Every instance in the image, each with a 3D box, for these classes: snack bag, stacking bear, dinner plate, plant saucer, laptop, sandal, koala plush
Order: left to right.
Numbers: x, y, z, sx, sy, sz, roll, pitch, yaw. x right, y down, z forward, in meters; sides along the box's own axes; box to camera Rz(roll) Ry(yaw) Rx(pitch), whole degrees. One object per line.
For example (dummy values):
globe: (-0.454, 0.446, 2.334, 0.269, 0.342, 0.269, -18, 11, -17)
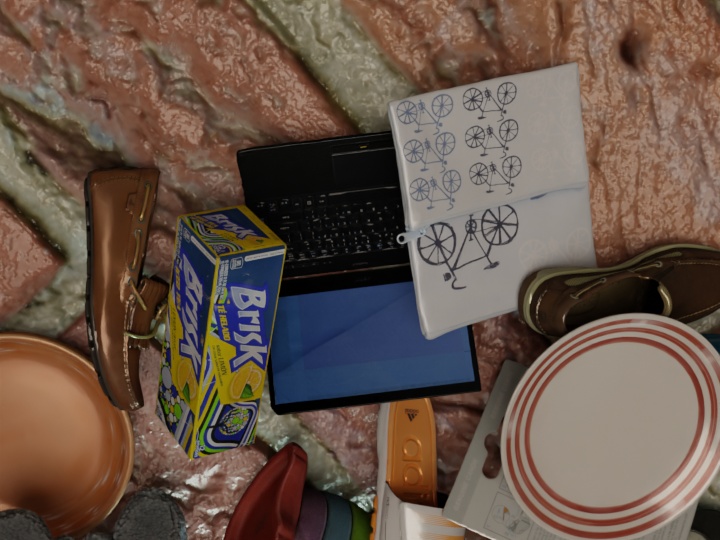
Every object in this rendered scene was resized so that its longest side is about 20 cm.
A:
plant saucer: (-0.294, 0.145, 1.121, 0.200, 0.037, 0.200, 0, 106, -1)
koala plush: (-0.231, 0.315, 1.108, 0.177, 0.184, 0.200, -5, 146, -13)
stacking bear: (-0.010, 0.256, 1.125, 0.200, 0.121, 0.114, 30, 133, -19)
laptop: (0.000, 0.000, 1.050, 0.177, 0.103, 0.200, -7, 123, 0)
sandal: (0.052, 0.192, 1.083, 0.079, 0.059, 0.207, 6, 75, -38)
snack bag: (0.112, -0.055, 1.037, 0.188, 0.021, 0.200, -15, 105, -28)
dinner plate: (0.206, 0.126, 1.039, 0.200, 0.024, 0.200, -3, 107, -11)

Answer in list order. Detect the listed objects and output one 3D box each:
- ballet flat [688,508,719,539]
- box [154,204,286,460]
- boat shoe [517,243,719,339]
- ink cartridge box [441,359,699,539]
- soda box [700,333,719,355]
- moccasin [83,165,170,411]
ballet flat: (0.247, 0.254, 1.148, 0.200, 0.068, 0.068, -1, 115, -1)
box: (-0.116, 0.051, 1.047, 0.064, 0.070, 0.200, -12, 128, -33)
boat shoe: (0.234, 0.027, 1.056, 0.202, 0.075, 0.075, -11, 107, -18)
ink cartridge box: (0.183, 0.188, 1.100, 0.200, 0.047, 0.160, 25, 63, 2)
soda box: (0.329, 0.095, 1.109, 0.200, 0.064, 0.068, 2, 106, -3)
moccasin: (-0.187, 0.015, 1.067, 0.078, 0.074, 0.202, -1, 88, -8)
